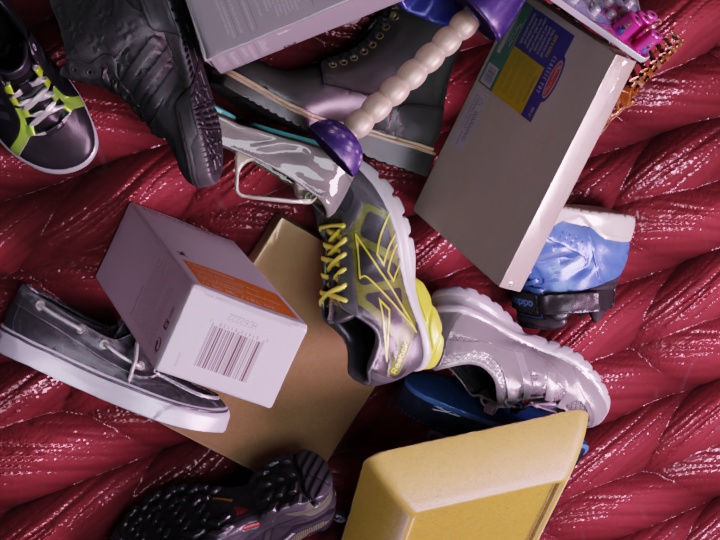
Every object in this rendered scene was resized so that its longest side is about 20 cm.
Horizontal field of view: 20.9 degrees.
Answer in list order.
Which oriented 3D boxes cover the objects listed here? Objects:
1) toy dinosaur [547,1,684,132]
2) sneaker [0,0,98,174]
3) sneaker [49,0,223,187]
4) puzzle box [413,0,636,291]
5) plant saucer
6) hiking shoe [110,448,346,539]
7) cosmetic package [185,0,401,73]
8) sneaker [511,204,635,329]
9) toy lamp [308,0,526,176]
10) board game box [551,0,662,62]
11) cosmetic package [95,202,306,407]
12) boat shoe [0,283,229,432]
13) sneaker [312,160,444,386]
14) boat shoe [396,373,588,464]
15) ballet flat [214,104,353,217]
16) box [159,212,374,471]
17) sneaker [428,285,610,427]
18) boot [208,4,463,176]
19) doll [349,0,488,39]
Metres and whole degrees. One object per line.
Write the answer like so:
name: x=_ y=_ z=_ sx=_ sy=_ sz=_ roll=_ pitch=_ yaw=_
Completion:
toy dinosaur: x=0.169 y=-0.150 z=1.620 sx=0.200 sy=0.102 sz=0.136 roll=-44 pitch=143 yaw=-17
sneaker: x=-0.262 y=-0.144 z=1.443 sx=0.072 sy=0.083 sz=0.201 roll=-38 pitch=118 yaw=-4
sneaker: x=-0.172 y=-0.152 z=1.445 sx=0.103 sy=0.060 sz=0.202 roll=-12 pitch=95 yaw=12
puzzle box: x=0.125 y=-0.102 z=1.518 sx=0.025 sy=0.133 sz=0.201 roll=14 pitch=110 yaw=-38
plant saucer: x=0.091 y=0.202 z=1.664 sx=0.198 sy=0.049 sz=0.201 roll=-11 pitch=149 yaw=-15
hiking shoe: x=-0.109 y=0.225 z=1.641 sx=0.198 sy=0.076 sz=0.101 roll=-17 pitch=138 yaw=3
cosmetic package: x=-0.031 y=-0.222 z=1.435 sx=0.198 sy=0.107 sz=0.091 roll=-19 pitch=89 yaw=3
sneaker: x=0.138 y=-0.006 z=1.654 sx=0.198 sy=0.077 sz=0.112 roll=7 pitch=97 yaw=-30
toy lamp: x=0.049 y=-0.158 z=1.481 sx=0.200 sy=0.058 sz=0.058 roll=-45 pitch=118 yaw=-4
board game box: x=0.146 y=-0.276 z=1.496 sx=0.199 sy=0.201 sz=0.026 roll=30 pitch=127 yaw=-28
cosmetic package: x=-0.124 y=0.023 z=1.492 sx=0.101 sy=0.200 sz=0.072 roll=21 pitch=101 yaw=-27
boat shoe: x=-0.188 y=0.068 z=1.555 sx=0.198 sy=0.074 sz=0.069 roll=24 pitch=93 yaw=-9
sneaker: x=0.000 y=0.000 z=1.573 sx=0.084 sy=0.074 sz=0.202 roll=-29 pitch=98 yaw=-34
boat shoe: x=0.112 y=0.150 z=1.700 sx=0.199 sy=0.084 sz=0.069 roll=23 pitch=109 yaw=-25
ballet flat: x=-0.100 y=-0.095 z=1.512 sx=0.198 sy=0.067 sz=0.064 roll=21 pitch=90 yaw=-11
box: x=-0.058 y=0.072 z=1.637 sx=0.163 sy=0.021 sz=0.201 roll=30 pitch=97 yaw=-28
sneaker: x=0.128 y=0.093 z=1.675 sx=0.199 sy=0.075 sz=0.083 roll=31 pitch=66 yaw=-24
boot: x=-0.013 y=-0.171 z=1.548 sx=0.199 sy=0.077 sz=0.140 roll=19 pitch=92 yaw=-31
doll: x=0.024 y=-0.253 z=1.523 sx=0.198 sy=0.048 sz=0.138 roll=19 pitch=81 yaw=-12
